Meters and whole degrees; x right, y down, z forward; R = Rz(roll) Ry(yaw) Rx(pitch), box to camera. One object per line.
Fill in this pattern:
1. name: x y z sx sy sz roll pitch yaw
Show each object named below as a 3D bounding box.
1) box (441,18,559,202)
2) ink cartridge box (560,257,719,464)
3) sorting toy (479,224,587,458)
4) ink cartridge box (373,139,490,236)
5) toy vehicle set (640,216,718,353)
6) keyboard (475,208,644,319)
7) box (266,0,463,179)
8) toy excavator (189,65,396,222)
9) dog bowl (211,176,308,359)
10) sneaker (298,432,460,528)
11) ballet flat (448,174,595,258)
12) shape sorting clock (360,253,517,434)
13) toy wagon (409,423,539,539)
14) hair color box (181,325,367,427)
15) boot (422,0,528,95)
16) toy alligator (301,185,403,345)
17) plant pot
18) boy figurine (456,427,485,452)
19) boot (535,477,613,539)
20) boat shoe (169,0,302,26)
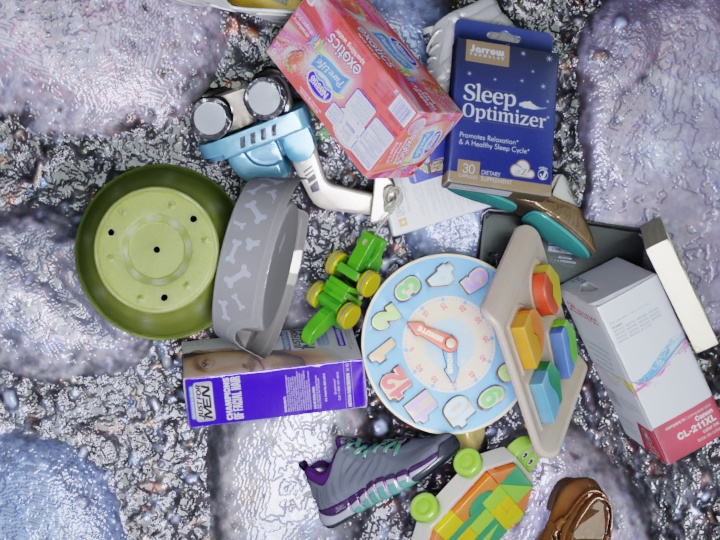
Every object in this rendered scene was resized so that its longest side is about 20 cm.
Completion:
1. box: 0.157 -0.183 1.689 0.120 0.032 0.202 7 75 -10
2. ink cartridge box: 0.315 0.097 1.706 0.082 0.146 0.201 -27 101 -4
3. sorting toy: 0.200 0.075 1.673 0.036 0.186 0.201 -11 118 28
4. ink cartridge box: 0.115 -0.113 1.756 0.198 0.037 0.096 -17 92 -3
5. toy vehicle set: 0.353 0.013 1.698 0.026 0.200 0.125 -26 94 12
6. keyboard: 0.231 0.002 1.776 0.198 0.021 0.128 8 88 -5
7. box: 0.003 -0.205 1.665 0.200 0.094 0.103 52 119 21
8. toy excavator: -0.075 -0.128 1.706 0.193 0.100 0.202 -19 103 5
9. dog bowl: -0.107 -0.009 1.634 0.058 0.200 0.202 13 89 6
10. sneaker: 0.015 0.212 1.695 0.199 0.074 0.088 -33 85 27
11. ballet flat: 0.191 -0.087 1.724 0.199 0.068 0.073 26 76 -8
12. shape sorting clock: 0.099 0.081 1.692 0.198 0.039 0.202 0 87 -5
13. toy wagon: 0.140 0.254 1.708 0.200 0.155 0.040 -46 51 -4
14. hair color box: -0.098 0.115 1.693 0.198 0.109 0.065 -8 110 -6
15. boot: 0.094 -0.232 1.743 0.199 0.074 0.096 -36 87 -13
16. toy alligator: 0.000 0.000 1.696 0.059 0.054 0.201 32 90 28
17. plant pot: -0.218 -0.020 1.645 0.198 0.193 0.203 0 90 -5
18. boy figurine: 0.105 0.114 1.742 0.123 0.064 0.202 -20 93 -6
19. boot: 0.232 0.332 1.707 0.073 0.155 0.202 9 89 -6
20. boat shoe: -0.152 -0.324 1.713 0.198 0.070 0.072 17 89 -6
